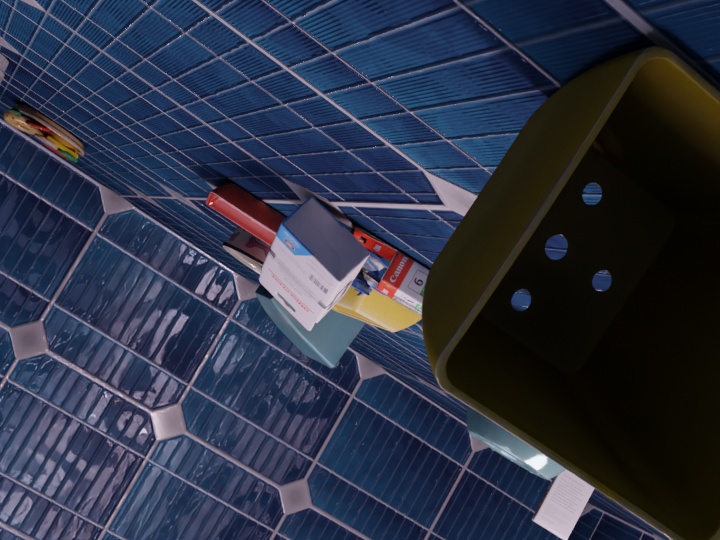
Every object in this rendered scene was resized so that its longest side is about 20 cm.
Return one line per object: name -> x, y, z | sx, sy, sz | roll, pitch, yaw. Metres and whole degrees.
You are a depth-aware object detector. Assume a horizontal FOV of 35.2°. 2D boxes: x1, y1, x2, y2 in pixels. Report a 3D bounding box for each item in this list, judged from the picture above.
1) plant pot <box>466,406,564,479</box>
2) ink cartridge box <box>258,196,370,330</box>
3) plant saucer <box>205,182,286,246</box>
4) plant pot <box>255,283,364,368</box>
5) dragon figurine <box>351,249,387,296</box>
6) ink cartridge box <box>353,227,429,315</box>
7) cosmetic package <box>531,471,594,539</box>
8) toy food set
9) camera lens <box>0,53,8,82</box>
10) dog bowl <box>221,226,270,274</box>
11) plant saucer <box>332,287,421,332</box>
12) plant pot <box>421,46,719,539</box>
plant pot -> 0.232, 0.175, 1.502 | 0.199, 0.162, 0.201 | 31, 172, 5
ink cartridge box -> -0.070, -0.005, 1.596 | 0.116, 0.068, 0.200 | 45, 154, 5
plant saucer -> -0.166, -0.083, 1.912 | 0.198, 0.037, 0.199 | 34, 173, -8
plant pot -> -0.113, 0.077, 2.379 | 0.200, 0.142, 0.141 | 43, 167, -27
dragon figurine -> 0.000, 0.000, 1.690 | 0.198, 0.059, 0.099 | 34, 173, -6
ink cartridge box -> 0.064, 0.018, 1.576 | 0.198, 0.051, 0.109 | 31, 173, 1
cosmetic package -> 0.389, 0.382, 2.057 | 0.071, 0.202, 0.102 | 29, 172, 11
toy food set -> -0.721, -0.316, 2.596 | 0.199, 0.049, 0.197 | 35, 172, -24
camera lens -> -0.736, -0.325, 2.002 | 0.158, 0.202, 0.160 | 30, 173, 4
dog bowl -> -0.157, -0.025, 2.113 | 0.198, 0.074, 0.200 | 31, 172, 5
plant saucer -> -0.019, 0.050, 1.989 | 0.198, 0.049, 0.199 | 18, 172, 36
plant pot -> 0.147, 0.005, 0.669 | 0.199, 0.202, 0.176 | 33, -177, -17
